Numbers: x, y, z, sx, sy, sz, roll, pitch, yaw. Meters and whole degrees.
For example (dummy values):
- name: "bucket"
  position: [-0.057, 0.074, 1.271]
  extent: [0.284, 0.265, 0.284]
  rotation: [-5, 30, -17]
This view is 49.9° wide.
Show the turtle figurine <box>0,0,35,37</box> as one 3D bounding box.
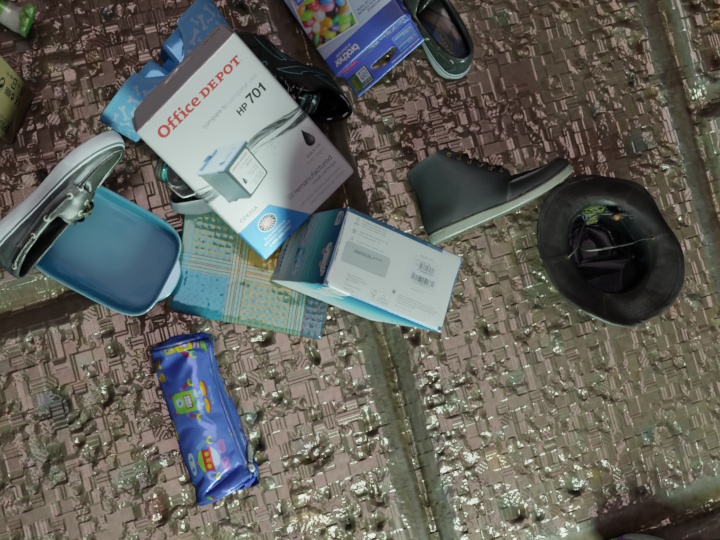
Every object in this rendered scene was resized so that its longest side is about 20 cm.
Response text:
- name: "turtle figurine"
  position: [-0.453, -0.365, 0.870]
  extent: [0.191, 0.146, 0.201]
  rotation: [20, 126, -23]

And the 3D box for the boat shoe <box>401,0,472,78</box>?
- name: "boat shoe"
  position: [0.083, -0.341, 0.987]
  extent: [0.068, 0.057, 0.202]
  rotation: [-34, 91, -8]

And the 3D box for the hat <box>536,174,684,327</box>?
- name: "hat"
  position: [0.305, -0.017, 0.987]
  extent: [0.195, 0.081, 0.205]
  rotation: [2, 69, -5]

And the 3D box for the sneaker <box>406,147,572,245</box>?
- name: "sneaker"
  position: [0.158, -0.120, 0.964]
  extent: [0.196, 0.075, 0.108]
  rotation: [-24, 87, 6]

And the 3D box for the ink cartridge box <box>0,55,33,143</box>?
- name: "ink cartridge box"
  position: [-0.471, -0.224, 0.842]
  extent: [0.161, 0.200, 0.077]
  rotation: [21, 82, -4]

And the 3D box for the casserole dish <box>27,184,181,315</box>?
- name: "casserole dish"
  position: [-0.301, -0.027, 0.922]
  extent: [0.197, 0.039, 0.123]
  rotation: [27, 83, 2]

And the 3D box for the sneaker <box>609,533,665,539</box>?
- name: "sneaker"
  position: [0.388, 0.389, 0.969]
  extent: [0.195, 0.075, 0.102]
  rotation: [11, 83, -6]

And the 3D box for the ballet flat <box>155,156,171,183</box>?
- name: "ballet flat"
  position: [-0.191, -0.197, 0.949]
  extent: [0.073, 0.073, 0.201]
  rotation: [41, 88, -2]

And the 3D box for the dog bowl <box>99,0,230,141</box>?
- name: "dog bowl"
  position: [-0.228, -0.239, 0.924]
  extent: [0.049, 0.111, 0.201]
  rotation: [39, 82, -16]

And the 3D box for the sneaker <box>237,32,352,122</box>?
- name: "sneaker"
  position: [-0.091, -0.221, 0.905]
  extent: [0.197, 0.079, 0.077]
  rotation: [5, 117, -40]

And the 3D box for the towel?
- name: "towel"
  position: [-0.131, -0.005, 0.961]
  extent: [0.195, 0.022, 0.150]
  rotation: [12, 84, -8]

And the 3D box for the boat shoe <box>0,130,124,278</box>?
- name: "boat shoe"
  position: [-0.336, -0.074, 0.879]
  extent: [0.199, 0.069, 0.057]
  rotation: [-43, 88, 0]

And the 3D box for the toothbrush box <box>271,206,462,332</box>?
- name: "toothbrush box"
  position: [0.000, 0.000, 0.872]
  extent: [0.144, 0.199, 0.087]
  rotation: [22, 81, -20]

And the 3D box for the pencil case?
- name: "pencil case"
  position: [-0.181, 0.171, 0.910]
  extent: [0.085, 0.078, 0.204]
  rotation: [-19, 88, 21]

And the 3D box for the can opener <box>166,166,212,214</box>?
- name: "can opener"
  position: [-0.142, -0.124, 0.946]
  extent: [0.197, 0.068, 0.054]
  rotation: [-21, 58, -24]

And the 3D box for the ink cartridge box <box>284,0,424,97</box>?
- name: "ink cartridge box"
  position: [-0.021, -0.334, 0.967]
  extent: [0.118, 0.042, 0.202]
  rotation: [-34, 93, 20]

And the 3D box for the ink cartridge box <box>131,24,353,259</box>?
- name: "ink cartridge box"
  position: [-0.127, -0.138, 0.846]
  extent: [0.146, 0.086, 0.200]
  rotation: [-43, 120, 2]
